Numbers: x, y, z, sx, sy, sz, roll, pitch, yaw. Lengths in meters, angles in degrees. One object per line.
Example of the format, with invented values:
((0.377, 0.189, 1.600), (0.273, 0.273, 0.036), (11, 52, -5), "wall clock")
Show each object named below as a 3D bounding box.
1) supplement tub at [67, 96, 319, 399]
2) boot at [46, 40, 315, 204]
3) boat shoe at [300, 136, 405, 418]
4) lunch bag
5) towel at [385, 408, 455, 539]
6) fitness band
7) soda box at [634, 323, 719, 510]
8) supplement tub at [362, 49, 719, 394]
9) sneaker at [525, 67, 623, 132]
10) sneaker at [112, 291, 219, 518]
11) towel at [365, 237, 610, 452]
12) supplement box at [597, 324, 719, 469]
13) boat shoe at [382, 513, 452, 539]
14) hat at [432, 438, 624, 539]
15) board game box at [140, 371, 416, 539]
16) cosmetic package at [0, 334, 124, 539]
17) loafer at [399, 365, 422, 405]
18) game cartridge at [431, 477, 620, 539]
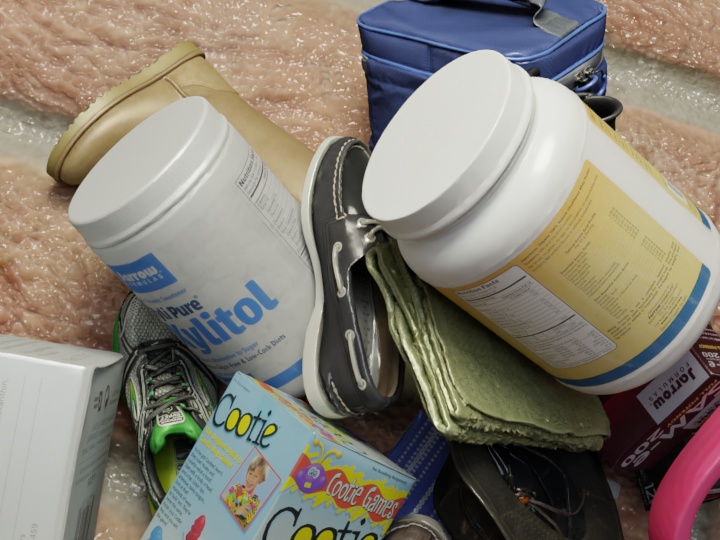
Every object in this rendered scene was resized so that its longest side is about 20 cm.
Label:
((-0.096, -0.009, 0.882), (0.200, 0.132, 0.132), (48, 67, -27), "supplement tub")
((-0.122, -0.074, 0.982), (0.200, 0.066, 0.175), (44, 71, 8), "boot")
((0.000, 0.000, 0.840), (0.074, 0.060, 0.201), (20, 67, -43), "boat shoe")
((0.099, -0.155, 0.952), (0.200, 0.133, 0.136), (18, 41, 37), "lunch bag")
((0.084, 0.213, 0.888), (0.200, 0.024, 0.145), (36, 68, 7), "towel")
((0.290, 0.145, 0.884), (0.200, 0.144, 0.037), (-50, 38, -1), "fitness band")
((0.239, 0.080, 0.960), (0.071, 0.063, 0.201), (-1, 68, -31), "soda box")
((0.114, -0.028, 0.765), (0.200, 0.145, 0.145), (36, 66, -26), "supplement tub")
((0.164, -0.077, 0.861), (0.200, 0.083, 0.072), (24, 32, -32), "sneaker")
((-0.134, 0.100, 0.904), (0.078, 0.085, 0.200), (-14, 71, -12), "sneaker")
((0.089, 0.052, 0.829), (0.200, 0.036, 0.149), (12, 52, -47), "towel")
((0.183, 0.038, 0.923), (0.061, 0.109, 0.200), (8, 40, -46), "supplement box")
((0.009, 0.265, 0.833), (0.072, 0.060, 0.201), (22, 97, 10), "boat shoe")
((0.100, 0.151, 0.859), (0.200, 0.081, 0.201), (34, 31, -24), "hat")
((-0.072, 0.189, 0.815), (0.103, 0.105, 0.200), (30, 90, -40), "board game box")
((-0.276, 0.122, 0.812), (0.199, 0.167, 0.167), (10, 88, -4), "cosmetic package")
((0.031, 0.004, 0.966), (0.068, 0.076, 0.201), (5, 69, -12), "loafer")
((0.103, 0.226, 0.915), (0.129, 0.038, 0.200), (22, 68, 6), "game cartridge")
